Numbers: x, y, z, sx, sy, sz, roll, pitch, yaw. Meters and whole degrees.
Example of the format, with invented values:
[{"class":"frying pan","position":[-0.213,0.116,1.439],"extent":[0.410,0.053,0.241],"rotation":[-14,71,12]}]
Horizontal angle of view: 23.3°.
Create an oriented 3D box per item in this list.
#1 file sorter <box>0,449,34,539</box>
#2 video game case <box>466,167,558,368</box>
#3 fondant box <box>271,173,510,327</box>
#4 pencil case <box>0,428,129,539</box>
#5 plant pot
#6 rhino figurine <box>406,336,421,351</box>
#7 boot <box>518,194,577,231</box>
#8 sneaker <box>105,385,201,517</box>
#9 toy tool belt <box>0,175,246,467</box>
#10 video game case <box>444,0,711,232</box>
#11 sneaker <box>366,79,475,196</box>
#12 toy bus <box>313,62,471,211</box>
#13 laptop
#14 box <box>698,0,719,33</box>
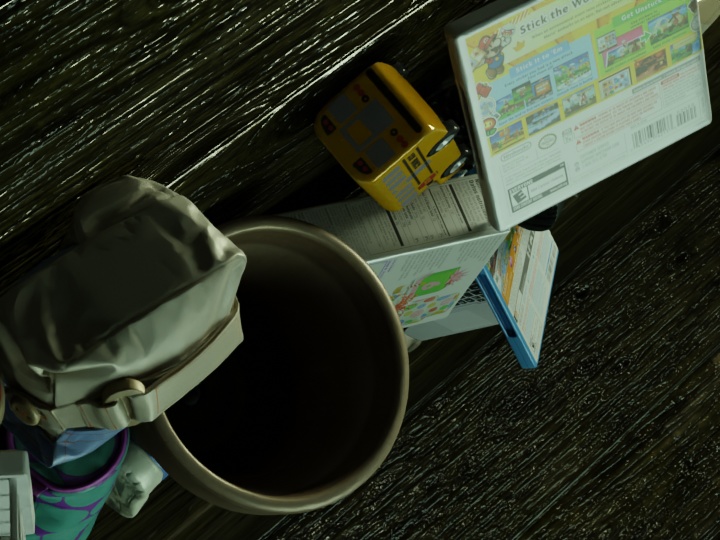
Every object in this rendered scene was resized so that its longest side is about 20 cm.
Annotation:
[{"class":"file sorter","position":[-0.245,0.179,0.943],"extent":[0.137,0.126,0.200],"rotation":[-2,163,-10]},{"class":"video game case","position":[0.138,-0.024,1.625],"extent":[0.201,0.018,0.144],"rotation":[59,37,-45]},{"class":"fondant box","position":[0.000,0.000,1.371],"extent":[0.198,0.059,0.145],"rotation":[-11,155,-26]},{"class":"pencil case","position":[-0.223,0.153,1.257],"extent":[0.092,0.085,0.200],"rotation":[-46,174,-31]},{"class":"plant pot","position":[-0.089,0.075,1.230],"extent":[0.200,0.201,0.174],"rotation":[-38,-173,-27]},{"class":"rhino figurine","position":[0.002,0.092,2.035],"extent":[0.199,0.060,0.087],"rotation":[-21,163,-48]},{"class":"boot","position":[0.182,-0.151,1.601],"extent":[0.163,0.073,0.200],"rotation":[-59,155,-45]},{"class":"sneaker","position":[-0.170,0.128,1.394],"extent":[0.111,0.077,0.200],"rotation":[-50,-177,-20]},{"class":"toy tool belt","position":[-0.155,0.050,0.952],"extent":[0.199,0.125,0.123],"rotation":[-37,161,-28]},{"class":"video game case","position":[0.167,-0.144,1.300],"extent":[0.199,0.023,0.183],"rotation":[-27,130,-12]},{"class":"sneaker","position":[0.058,-0.094,1.413],"extent":[0.200,0.071,0.073],"rotation":[-56,-171,47]},{"class":"toy bus","position":[0.025,-0.092,1.248],"extent":[0.078,0.065,0.200],"rotation":[-42,171,3]},{"class":"laptop","position":[0.045,0.068,1.709],"extent":[0.186,0.199,0.117],"rotation":[-14,-122,47]},{"class":"box","position":[0.231,-0.226,1.427],"extent":[0.078,0.095,0.200],"rotation":[-50,169,35]}]
